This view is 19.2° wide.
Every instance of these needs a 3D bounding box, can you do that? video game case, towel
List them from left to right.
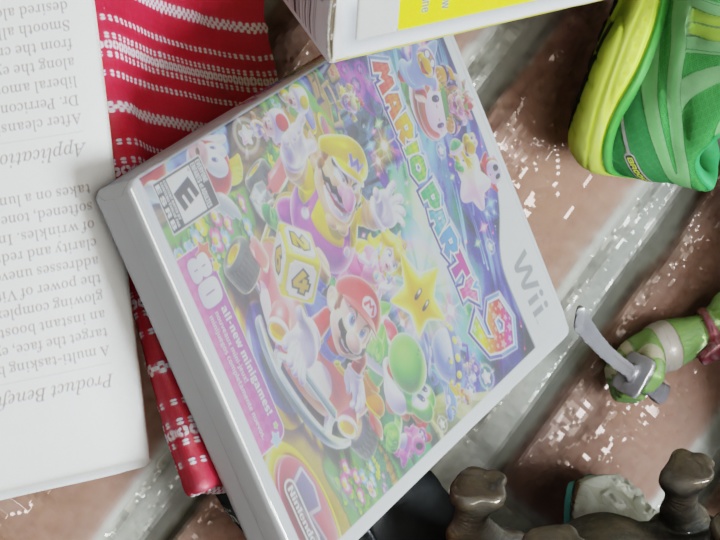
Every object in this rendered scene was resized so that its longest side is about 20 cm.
[{"bbox_3d":[-0.049,-0.022,0.751,0.144,0.022,0.201,8,66,-66],"label":"towel"},{"bbox_3d":[0.000,0.000,0.741,0.200,0.018,0.144,-38,109,-51],"label":"video game case"}]

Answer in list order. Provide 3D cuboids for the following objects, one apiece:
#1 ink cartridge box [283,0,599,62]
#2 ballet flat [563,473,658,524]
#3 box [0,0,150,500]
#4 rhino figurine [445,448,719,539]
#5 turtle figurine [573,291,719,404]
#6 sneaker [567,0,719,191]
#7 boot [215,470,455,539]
[{"bbox_3d":[0.037,-0.163,0.767,0.199,0.198,0.047,-13,134,-23],"label":"ink cartridge box"},{"bbox_3d":[0.137,0.176,0.924,0.071,0.072,0.201,-19,109,-22],"label":"ballet flat"},{"bbox_3d":[-0.153,-0.035,0.711,0.106,0.152,0.202,-11,103,-24],"label":"box"},{"bbox_3d":[0.127,0.117,0.831,0.198,0.060,0.088,-2,131,-12],"label":"rhino figurine"},{"bbox_3d":[0.175,0.072,0.893,0.143,0.200,0.195,-9,109,11],"label":"turtle figurine"},{"bbox_3d":[0.148,-0.110,0.838,0.083,0.201,0.074,21,47,-1],"label":"sneaker"},{"bbox_3d":[0.042,0.110,0.872,0.164,0.066,0.201,-33,108,-11],"label":"boot"}]
